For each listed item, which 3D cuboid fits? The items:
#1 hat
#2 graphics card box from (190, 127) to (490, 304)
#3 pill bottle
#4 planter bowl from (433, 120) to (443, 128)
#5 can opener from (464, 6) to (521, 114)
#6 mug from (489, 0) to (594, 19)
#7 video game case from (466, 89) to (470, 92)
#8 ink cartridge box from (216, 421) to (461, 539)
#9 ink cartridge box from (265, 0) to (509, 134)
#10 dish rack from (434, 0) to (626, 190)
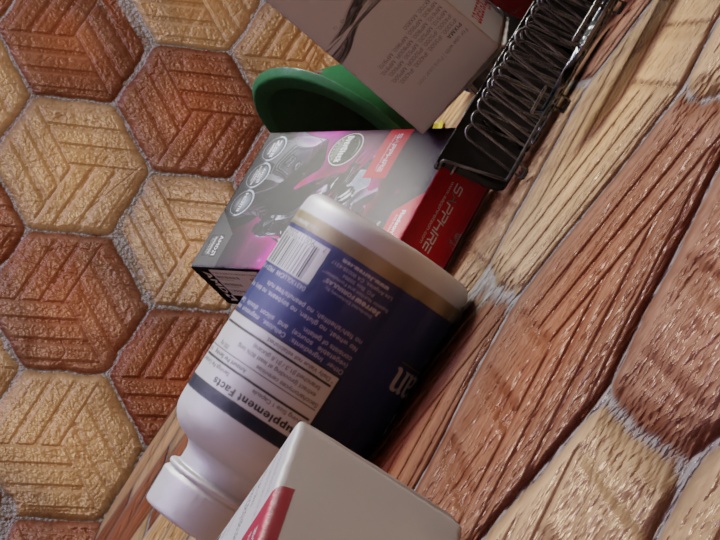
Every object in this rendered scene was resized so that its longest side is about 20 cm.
[{"bbox_3d":[0.036,-0.168,1.725,0.176,0.200,0.166,-57,-16,-22],"label":"hat"},{"bbox_3d":[-0.013,-0.035,1.380,0.200,0.051,0.126,3,56,48],"label":"graphics card box"},{"bbox_3d":[-0.035,0.067,1.153,0.200,0.111,0.111,-57,5,-1],"label":"pill bottle"},{"bbox_3d":[-0.008,-0.083,1.958,0.201,0.083,0.200,-56,5,7],"label":"planter bowl"},{"bbox_3d":[0.126,-0.188,1.507,0.200,0.053,0.067,-59,6,-32],"label":"can opener"},{"bbox_3d":[0.142,-0.262,1.359,0.178,0.133,0.200,-46,-8,-44],"label":"mug"},{"bbox_3d":[0.120,-0.285,1.824,0.200,0.045,0.181,92,-157,-68],"label":"video game case"},{"bbox_3d":[-0.051,0.180,0.779,0.200,0.083,0.145,-55,6,17],"label":"ink cartridge box"},{"bbox_3d":[-0.002,-0.195,1.365,0.083,0.200,0.147,-49,6,15],"label":"ink cartridge box"},{"bbox_3d":[0.117,-0.137,1.212,0.154,0.055,0.200,-60,-1,-18],"label":"dish rack"}]
